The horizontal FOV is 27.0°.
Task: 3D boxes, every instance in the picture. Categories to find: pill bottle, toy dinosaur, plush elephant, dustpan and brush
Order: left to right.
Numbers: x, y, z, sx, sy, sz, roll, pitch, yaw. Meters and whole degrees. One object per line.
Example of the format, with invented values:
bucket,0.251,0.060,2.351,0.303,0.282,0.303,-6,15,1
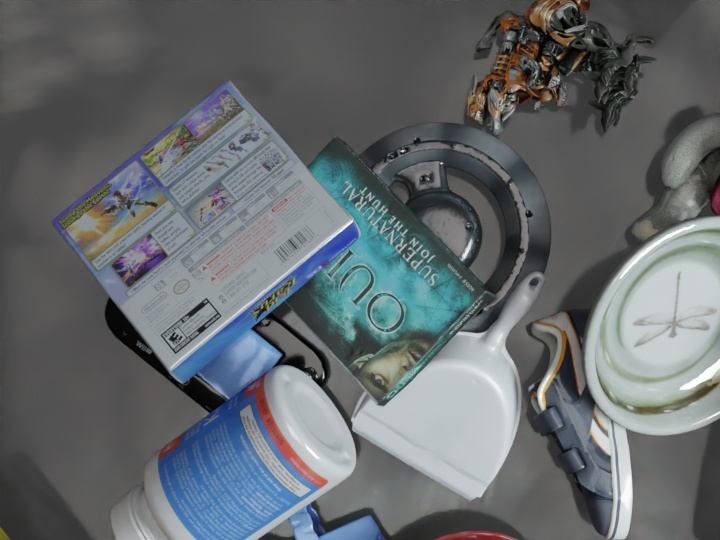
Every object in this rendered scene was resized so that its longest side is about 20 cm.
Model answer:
pill bottle,-0.112,0.177,1.269,0.200,0.112,0.112,-36,86,16
dustpan and brush,0.099,0.086,1.294,0.139,0.057,0.200,31,117,-6
toy dinosaur,0.179,-0.199,1.311,0.136,0.102,0.200,39,110,20
plush elephant,0.345,-0.091,1.263,0.165,0.155,0.200,21,88,3

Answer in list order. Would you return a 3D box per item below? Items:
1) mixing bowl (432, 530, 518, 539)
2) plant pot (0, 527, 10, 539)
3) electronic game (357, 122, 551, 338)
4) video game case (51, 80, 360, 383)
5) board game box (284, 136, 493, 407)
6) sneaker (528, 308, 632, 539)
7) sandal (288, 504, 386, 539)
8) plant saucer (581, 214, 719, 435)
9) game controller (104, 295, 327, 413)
mixing bowl,0.098,0.327,1.227,0.200,0.108,0.200,-8,112,-21
plant pot,-0.373,0.274,1.253,0.176,0.200,0.200,-39,86,-12
electronic game,0.068,-0.031,1.324,0.200,0.042,0.200,-1,86,9
video game case,-0.132,-0.035,1.285,0.200,0.045,0.181,-39,69,-5
board game box,0.000,0.000,1.289,0.135,0.028,0.200,-47,67,9
sneaker,0.187,0.133,1.295,0.079,0.078,0.200,-3,76,-3
sandal,-0.003,0.251,1.295,0.200,0.079,0.087,15,84,1
plant saucer,0.265,0.040,1.247,0.200,0.050,0.200,-10,118,-18
game controller,-0.128,0.064,1.325,0.200,0.042,0.104,38,88,4
